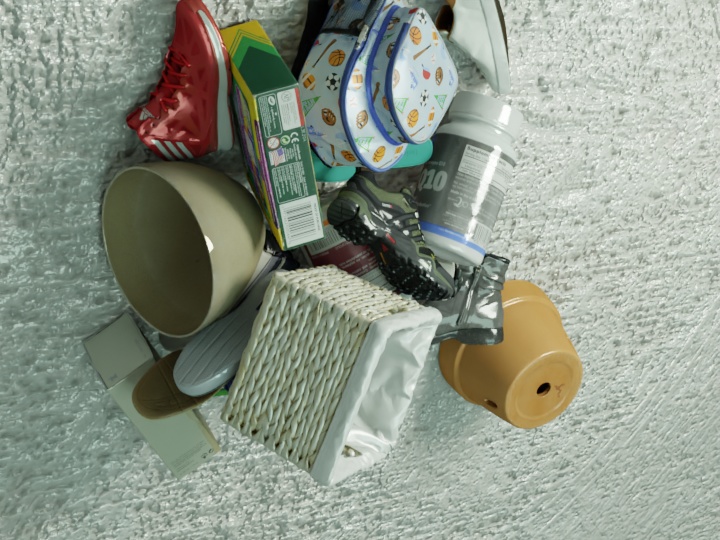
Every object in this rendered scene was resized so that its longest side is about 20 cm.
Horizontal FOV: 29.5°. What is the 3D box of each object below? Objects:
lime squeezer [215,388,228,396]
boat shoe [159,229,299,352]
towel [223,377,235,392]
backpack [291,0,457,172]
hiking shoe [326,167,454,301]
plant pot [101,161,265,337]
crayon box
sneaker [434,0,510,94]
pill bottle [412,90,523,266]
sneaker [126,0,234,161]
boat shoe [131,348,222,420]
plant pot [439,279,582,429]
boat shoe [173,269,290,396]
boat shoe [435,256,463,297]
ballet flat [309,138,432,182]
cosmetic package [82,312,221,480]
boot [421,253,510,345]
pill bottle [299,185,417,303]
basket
[{"bbox_3d":[-0.116,0.142,1.811,0.197,0.071,0.038,-16,116,-10],"label":"lime squeezer"},{"bbox_3d":[-0.160,0.035,1.716,0.200,0.075,0.092,-44,146,16],"label":"boat shoe"},{"bbox_3d":[-0.111,0.115,1.765,0.197,0.145,0.024,-1,114,-33],"label":"towel"},{"bbox_3d":[0.014,-0.212,1.582,0.192,0.153,0.200,-59,136,-19],"label":"backpack"},{"bbox_3d":[0.053,-0.048,1.650,0.200,0.075,0.101,43,57,-26],"label":"hiking shoe"},{"bbox_3d":[-0.188,-0.041,1.590,0.134,0.199,0.203,-25,134,-41],"label":"plant pot"},{"bbox_3d":[-0.102,-0.155,1.552,0.057,0.173,0.202,-16,127,-10],"label":"crayon box"},{"bbox_3d":[0.139,-0.297,1.704,0.083,0.074,0.201,-10,139,12],"label":"sneaker"},{"bbox_3d":[0.133,-0.118,1.744,0.113,0.113,0.203,24,83,-41],"label":"pill bottle"},{"bbox_3d":[-0.207,-0.202,1.527,0.114,0.078,0.202,-23,129,-19],"label":"sneaker"},{"bbox_3d":[-0.191,0.122,1.647,0.199,0.072,0.072,-37,171,-28],"label":"boat shoe"},{"bbox_3d":[0.232,0.135,2.002,0.197,0.140,0.203,-16,128,-22],"label":"plant pot"},{"bbox_3d":[-0.134,0.086,1.598,0.200,0.072,0.072,-42,145,-27],"label":"boat shoe"},{"bbox_3d":[0.036,-0.010,1.826,0.197,0.093,0.076,13,108,-5],"label":"boat shoe"},{"bbox_3d":[-0.005,-0.150,1.697,0.197,0.068,0.069,-6,123,-29],"label":"ballet flat"},{"bbox_3d":[-0.262,0.161,1.727,0.073,0.104,0.201,-33,134,-7],"label":"cosmetic package"},{"bbox_3d":[0.109,0.034,1.905,0.197,0.070,0.134,-1,100,-10],"label":"boot"},{"bbox_3d":[0.000,0.000,1.718,0.113,0.114,0.202,-29,101,-12],"label":"pill bottle"},{"bbox_3d":[-0.032,0.115,1.578,0.198,0.159,0.203,-9,121,-68],"label":"basket"}]
